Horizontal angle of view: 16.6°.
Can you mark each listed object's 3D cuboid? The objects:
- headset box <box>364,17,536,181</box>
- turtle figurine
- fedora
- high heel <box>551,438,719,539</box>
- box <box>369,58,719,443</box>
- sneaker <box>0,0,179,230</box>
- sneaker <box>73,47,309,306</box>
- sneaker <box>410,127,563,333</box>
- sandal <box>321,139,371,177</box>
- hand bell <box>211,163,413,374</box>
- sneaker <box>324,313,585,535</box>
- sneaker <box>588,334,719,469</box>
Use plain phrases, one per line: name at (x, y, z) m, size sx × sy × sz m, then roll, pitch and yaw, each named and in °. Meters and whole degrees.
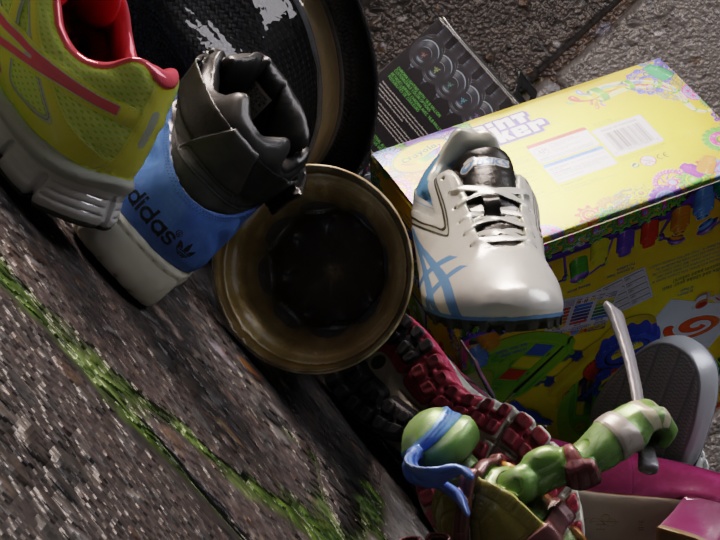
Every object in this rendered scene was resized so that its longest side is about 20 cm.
headset box at (0.042, -0.050, 1.613) m, size 0.093 × 0.200 × 0.174 m, roll 51°, pitch 7°, yaw 28°
turtle figurine at (0.113, 0.129, 1.198) m, size 0.194 × 0.144 × 0.200 m, roll 54°, pitch 10°, yaw 5°
fedora at (-0.087, -0.103, 1.309) m, size 0.201 × 0.201 × 0.092 m, roll 48°, pitch 36°, yaw 0°
high heel at (0.134, 0.120, 1.419) m, size 0.200 × 0.068 × 0.096 m, roll 14°, pitch 23°, yaw 23°
box at (0.122, 0.006, 1.490) m, size 0.122 × 0.200 × 0.193 m, roll -127°, pitch -154°, yaw -44°
sneaker at (-0.141, -0.112, 1.070) m, size 0.200 × 0.090 × 0.078 m, roll 50°, pitch 23°, yaw 26°
sneaker at (-0.072, -0.052, 1.156) m, size 0.077 × 0.111 × 0.200 m, roll 48°, pitch 5°, yaw -6°
sneaker at (0.063, -0.020, 1.279) m, size 0.200 × 0.072 × 0.073 m, roll -108°, pitch -162°, yaw -68°
sandal at (-0.027, -0.094, 1.424) m, size 0.048 × 0.075 × 0.201 m, roll -3°, pitch 43°, yaw -22°
hand bell at (0.000, 0.000, 1.316) m, size 0.104 × 0.104 × 0.200 m, roll 49°, pitch 11°, yaw 10°
sneaker at (0.061, 0.098, 1.348) m, size 0.200 × 0.081 × 0.075 m, roll 52°, pitch 4°, yaw 35°
sneaker at (0.177, 0.114, 1.490) m, size 0.071 × 0.200 × 0.073 m, roll -21°, pitch 52°, yaw -40°
